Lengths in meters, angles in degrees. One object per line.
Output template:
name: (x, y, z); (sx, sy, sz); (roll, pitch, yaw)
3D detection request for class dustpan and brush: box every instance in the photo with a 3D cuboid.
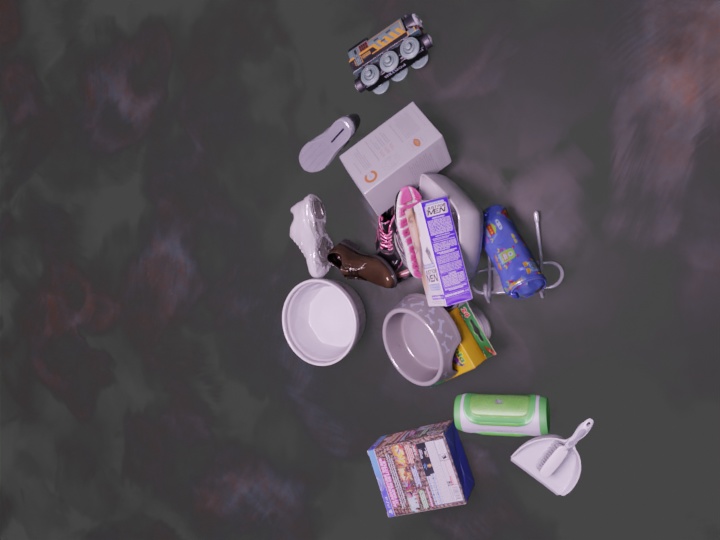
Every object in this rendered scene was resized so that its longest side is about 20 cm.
dustpan and brush: (0.424, 0.378, 1.256); (0.138, 0.057, 0.202); (34, 108, 8)

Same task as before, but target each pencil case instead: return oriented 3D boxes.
pencil case: (0.292, -0.036, 1.195); (0.086, 0.078, 0.203); (-30, 56, 13)

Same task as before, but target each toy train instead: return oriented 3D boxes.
toy train: (0.062, -0.479, 1.318); (0.197, 0.085, 0.116); (-27, 76, 23)

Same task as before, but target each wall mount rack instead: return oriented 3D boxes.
wall mount rack: (0.323, -0.023, 1.262); (0.196, 0.075, 0.177); (-7, 60, 23)

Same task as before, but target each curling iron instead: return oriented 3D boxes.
curling iron: (0.156, -0.016, 1.349); (0.197, 0.049, 0.026); (-25, 87, 18)

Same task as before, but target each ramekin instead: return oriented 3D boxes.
ramekin: (-0.080, 0.115, 1.429); (0.196, 0.105, 0.205); (3, 97, 22)

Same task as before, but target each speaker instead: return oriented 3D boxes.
speaker: (0.306, 0.311, 1.294); (0.196, 0.088, 0.091); (-4, 94, 23)

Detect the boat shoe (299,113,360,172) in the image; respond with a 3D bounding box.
boat shoe: (-0.066, -0.296, 1.400); (0.198, 0.071, 0.073); (-28, 98, 43)

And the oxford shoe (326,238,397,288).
oxford shoe: (0.000, 0.000, 1.365); (0.198, 0.084, 0.074); (25, 134, 37)

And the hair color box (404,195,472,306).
hair color box: (0.152, -0.034, 1.176); (0.063, 0.109, 0.205); (-13, 89, -12)

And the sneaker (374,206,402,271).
sneaker: (0.062, -0.090, 1.351); (0.077, 0.095, 0.205); (9, 101, 20)

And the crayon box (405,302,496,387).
crayon box: (0.189, 0.165, 1.299); (0.129, 0.050, 0.200); (59, 142, 8)

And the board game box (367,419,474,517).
board game box: (0.140, 0.455, 1.375); (0.197, 0.096, 0.163); (-19, 88, 24)

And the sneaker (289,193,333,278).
sneaker: (-0.125, -0.075, 1.447); (0.098, 0.077, 0.205); (-17, 73, 34)

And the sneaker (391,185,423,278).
sneaker: (0.102, -0.086, 1.294); (0.087, 0.073, 0.204); (33, 141, 60)

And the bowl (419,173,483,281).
bowl: (0.191, -0.088, 1.241); (0.073, 0.201, 0.203); (-13, 127, -14)

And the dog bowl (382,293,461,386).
dog bowl: (0.126, 0.155, 1.281); (0.198, 0.058, 0.204); (26, 128, 39)

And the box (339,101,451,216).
box: (0.075, -0.237, 1.275); (0.198, 0.098, 0.125); (-35, 57, 3)

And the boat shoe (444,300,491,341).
boat shoe: (0.212, 0.079, 1.318); (0.072, 0.068, 0.202); (-37, 81, 22)
